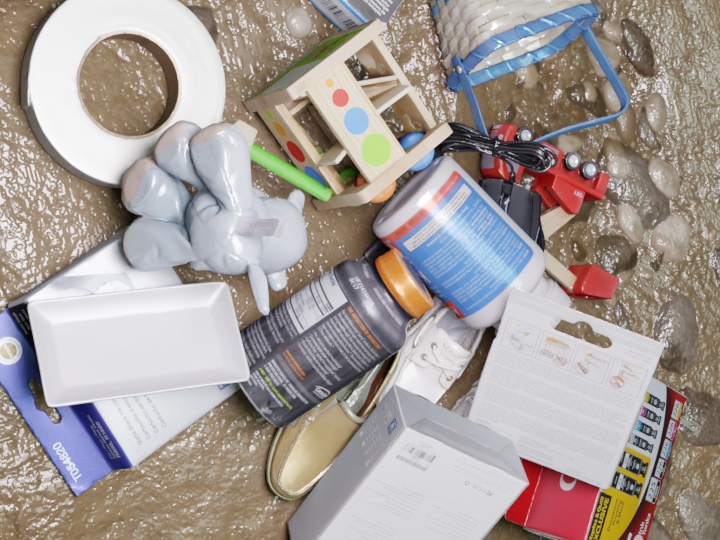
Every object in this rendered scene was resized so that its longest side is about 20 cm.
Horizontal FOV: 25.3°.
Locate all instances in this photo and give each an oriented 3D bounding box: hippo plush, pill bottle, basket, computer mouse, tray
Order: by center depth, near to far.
[{"bbox_3d":[-0.211,0.071,1.526,0.200,0.022,0.108,-6,67,-23],"label":"tray"},{"bbox_3d":[-0.114,-0.061,1.544,0.161,0.200,0.160,-2,106,-60],"label":"hippo plush"},{"bbox_3d":[-0.027,0.060,1.586,0.200,0.106,0.106,-34,104,7],"label":"pill bottle"},{"bbox_3d":[0.117,-0.011,1.635,0.200,0.112,0.112,45,71,-9],"label":"pill bottle"},{"bbox_3d":[0.128,-0.068,1.690,0.140,0.200,0.046,19,53,14],"label":"computer mouse"},{"bbox_3d":[0.178,-0.232,1.705,0.176,0.139,0.200,-18,77,-23],"label":"basket"}]

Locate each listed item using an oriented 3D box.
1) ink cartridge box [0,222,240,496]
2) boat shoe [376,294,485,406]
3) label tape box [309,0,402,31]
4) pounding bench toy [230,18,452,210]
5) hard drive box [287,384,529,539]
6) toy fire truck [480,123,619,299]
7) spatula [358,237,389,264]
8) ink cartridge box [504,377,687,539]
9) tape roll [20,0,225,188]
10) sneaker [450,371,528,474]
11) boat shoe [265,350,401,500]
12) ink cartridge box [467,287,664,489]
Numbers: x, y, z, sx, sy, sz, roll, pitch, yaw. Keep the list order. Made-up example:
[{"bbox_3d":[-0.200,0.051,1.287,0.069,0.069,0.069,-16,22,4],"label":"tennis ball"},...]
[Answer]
[{"bbox_3d":[-0.243,0.086,1.561,0.200,0.041,0.200,-37,104,-21],"label":"ink cartridge box"},{"bbox_3d":[0.085,0.083,1.699,0.071,0.069,0.200,35,75,-20],"label":"boat shoe"},{"bbox_3d":[0.009,-0.363,1.678,0.143,0.066,0.200,40,75,-19],"label":"label tape box"},{"bbox_3d":[-0.036,-0.127,1.618,0.200,0.124,0.156,-40,105,-21],"label":"pounding bench toy"},{"bbox_3d":[0.045,0.235,1.618,0.156,0.077,0.200,28,112,-24],"label":"hard drive box"},{"bbox_3d":[0.209,-0.062,1.773,0.200,0.049,0.141,25,79,-23],"label":"toy fire truck"},{"bbox_3d":[0.000,0.000,1.687,0.200,0.021,0.057,-48,120,-21],"label":"spatula"},{"bbox_3d":[0.256,0.202,1.734,0.175,0.084,0.200,27,77,-49],"label":"ink cartridge box"},{"bbox_3d":[-0.232,-0.180,1.575,0.202,0.037,0.203,0,89,-25],"label":"tape roll"},{"bbox_3d":[0.139,0.142,1.725,0.092,0.076,0.200,11,82,-19],"label":"sneaker"},{"bbox_3d":[-0.025,0.147,1.642,0.072,0.076,0.200,36,76,-22],"label":"boat shoe"},{"bbox_3d":[0.206,0.112,1.612,0.162,0.057,0.200,21,122,9],"label":"ink cartridge box"}]
